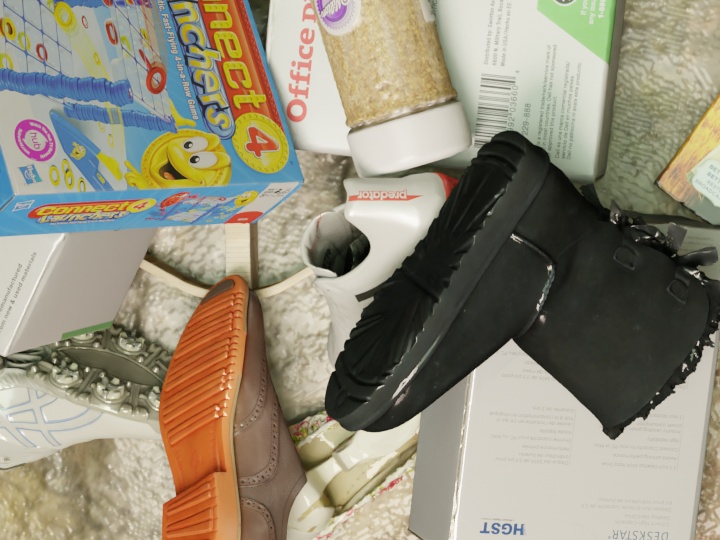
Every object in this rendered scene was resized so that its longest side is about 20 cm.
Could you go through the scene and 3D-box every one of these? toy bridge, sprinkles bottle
[{"bbox_3d":[-0.071,-0.016,1.668,0.199,0.027,0.067,0,96,9],"label":"toy bridge"},{"bbox_3d":[0.004,-0.155,1.538,0.068,0.068,0.201,-16,92,10],"label":"sprinkles bottle"}]

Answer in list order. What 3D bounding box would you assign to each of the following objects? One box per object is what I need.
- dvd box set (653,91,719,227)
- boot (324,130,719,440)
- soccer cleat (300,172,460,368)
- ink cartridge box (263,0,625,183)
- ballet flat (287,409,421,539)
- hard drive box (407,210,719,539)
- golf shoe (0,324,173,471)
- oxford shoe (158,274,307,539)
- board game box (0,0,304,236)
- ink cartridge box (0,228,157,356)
[{"bbox_3d":[0.287,-0.089,1.603,0.146,0.029,0.200,37,100,5],"label":"dvd box set"},{"bbox_3d":[0.094,0.037,1.503,0.162,0.073,0.199,36,87,-26],"label":"boot"},{"bbox_3d":[0.000,0.000,1.587,0.085,0.200,0.069,6,63,-16],"label":"soccer cleat"},{"bbox_3d":[0.050,-0.135,1.609,0.199,0.084,0.146,8,96,9],"label":"ink cartridge box"},{"bbox_3d":[-0.015,0.115,1.653,0.200,0.064,0.076,-42,89,11],"label":"ballet flat"},{"bbox_3d":[0.120,0.065,1.590,0.155,0.077,0.201,5,96,-19],"label":"hard drive box"},{"bbox_3d":[-0.193,0.082,1.687,0.199,0.078,0.097,13,123,7],"label":"golf shoe"},{"bbox_3d":[-0.072,0.100,1.618,0.071,0.073,0.201,-25,53,46],"label":"oxford shoe"},{"bbox_3d":[-0.149,-0.123,1.544,0.056,0.195,0.201,-35,67,47],"label":"board game box"},{"bbox_3d":[-0.239,-0.040,1.616,0.200,0.145,0.088,31,105,14],"label":"ink cartridge box"}]
